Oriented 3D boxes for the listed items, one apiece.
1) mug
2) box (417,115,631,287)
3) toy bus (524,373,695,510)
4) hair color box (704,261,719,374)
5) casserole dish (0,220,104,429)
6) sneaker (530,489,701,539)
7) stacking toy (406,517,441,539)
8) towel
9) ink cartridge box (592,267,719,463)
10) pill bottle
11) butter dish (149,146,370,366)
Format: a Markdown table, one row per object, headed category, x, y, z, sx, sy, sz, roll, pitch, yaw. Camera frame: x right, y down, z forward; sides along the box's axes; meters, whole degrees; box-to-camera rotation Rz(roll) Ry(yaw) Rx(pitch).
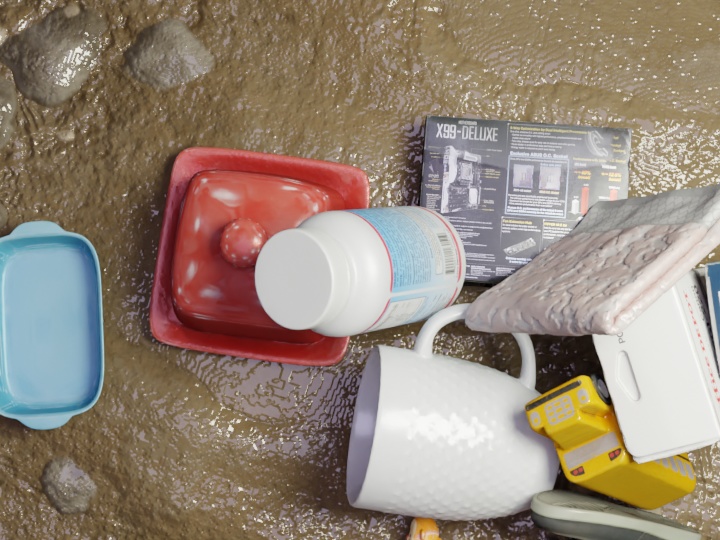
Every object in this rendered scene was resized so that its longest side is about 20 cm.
| category | x | y | z | sx | sy | sz | roll | pitch | yaw |
| --- | --- | --- | --- | --- | --- | --- | --- | --- | --- |
| mug | 0.092 | 0.129 | 1.220 | 0.175 | 0.148 | 0.201 | 10 | 97 | -8 |
| box | 0.154 | -0.061 | 1.286 | 0.199 | 0.050 | 0.158 | 4 | 85 | 4 |
| toy bus | 0.223 | 0.154 | 1.189 | 0.065 | 0.200 | 0.079 | -29 | 58 | 25 |
| hair color box | 0.363 | 0.041 | 1.189 | 0.060 | 0.200 | 0.100 | -9 | 84 | 28 |
| casserole dish | -0.306 | 0.053 | 1.310 | 0.121 | 0.039 | 0.201 | -4 | 86 | 3 |
| sneaker | 0.221 | 0.265 | 1.202 | 0.199 | 0.075 | 0.107 | 20 | 89 | -33 |
| stacking toy | 0.064 | 0.325 | 1.242 | 0.109 | 0.116 | 0.201 | -5 | 73 | 0 |
| towel | 0.205 | -0.008 | 1.132 | 0.191 | 0.200 | 0.032 | -38 | 105 | -23 |
| ink cartridge box | 0.282 | 0.076 | 1.185 | 0.085 | 0.200 | 0.146 | -20 | 84 | 29 |
| pill bottle | 0.000 | 0.000 | 1.176 | 0.108 | 0.200 | 0.109 | 3 | 96 | 34 |
| butter dish | -0.100 | -0.019 | 1.249 | 0.199 | 0.148 | 0.200 | 8 | 86 | 4 |
